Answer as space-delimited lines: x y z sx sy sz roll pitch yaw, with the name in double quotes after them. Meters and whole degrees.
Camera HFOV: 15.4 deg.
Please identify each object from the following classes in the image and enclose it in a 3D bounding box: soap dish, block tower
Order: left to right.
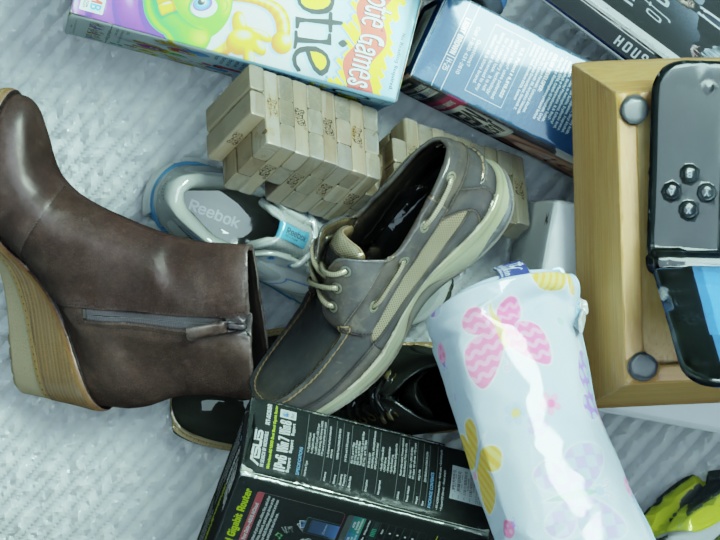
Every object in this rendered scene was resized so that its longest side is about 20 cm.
0.005 -0.060 1.601 0.199 0.058 0.054 16 54 -29 "block tower"
0.203 -0.022 1.530 0.156 0.081 0.201 -2 93 -6 "soap dish"

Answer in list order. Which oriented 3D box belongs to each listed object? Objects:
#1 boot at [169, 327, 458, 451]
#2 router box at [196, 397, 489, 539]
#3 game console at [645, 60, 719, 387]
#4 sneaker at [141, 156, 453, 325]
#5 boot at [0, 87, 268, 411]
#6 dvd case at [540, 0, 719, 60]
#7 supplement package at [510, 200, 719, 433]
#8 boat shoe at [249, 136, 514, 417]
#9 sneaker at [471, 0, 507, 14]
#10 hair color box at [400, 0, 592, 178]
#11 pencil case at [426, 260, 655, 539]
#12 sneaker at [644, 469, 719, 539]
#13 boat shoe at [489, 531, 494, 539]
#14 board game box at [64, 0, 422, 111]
-0.013 0.071 1.597 0.199 0.138 0.078 -7 91 -7 "boot"
-0.020 0.173 1.576 0.149 0.200 0.062 14 45 -8 "router box"
0.262 -0.026 1.436 0.199 0.118 0.172 1 93 -7 "game console"
-0.036 -0.012 1.621 0.199 0.087 0.075 18 86 -8 "sneaker"
-0.139 -0.015 1.588 0.165 0.072 0.201 -2 105 20 "boot"
0.206 -0.148 1.631 0.200 0.151 0.025 36 125 -6 "dvd case"
0.192 0.032 1.633 0.199 0.120 0.122 11 91 -7 "supplement package"
0.000 0.000 1.546 0.200 0.074 0.073 -49 129 -2 "boat shoe"
0.052 -0.253 1.639 0.078 0.066 0.201 -29 90 -18 "sneaker"
0.122 -0.098 1.633 0.199 0.100 0.061 26 88 -6 "hair color box"
0.104 0.099 1.491 0.090 0.083 0.201 -10 76 -23 "pencil case"
0.187 0.201 1.631 0.200 0.074 0.085 -36 103 -31 "sneaker"
0.083 0.228 1.646 0.070 0.070 0.201 -2 92 -8 "boat shoe"
-0.069 -0.172 1.607 0.199 0.105 0.104 15 88 -8 "board game box"
